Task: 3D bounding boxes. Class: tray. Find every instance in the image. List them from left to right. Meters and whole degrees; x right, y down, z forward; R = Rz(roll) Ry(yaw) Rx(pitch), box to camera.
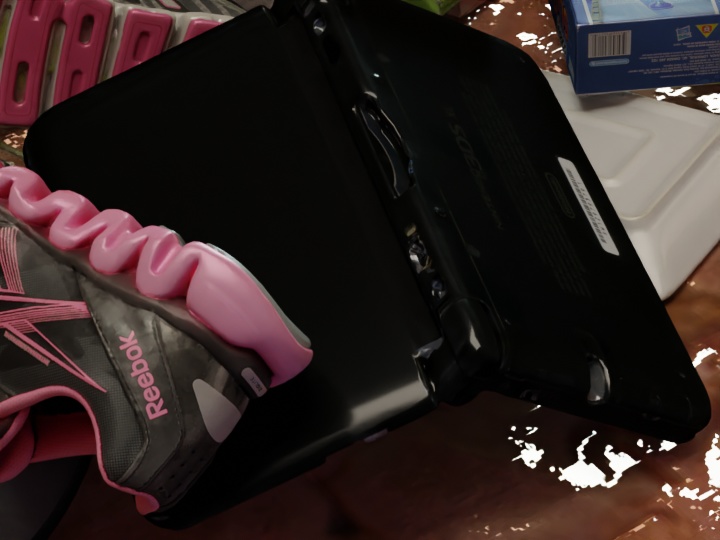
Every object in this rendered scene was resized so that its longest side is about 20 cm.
[{"bbox_3d":[0.059,-0.050,1.087,0.200,0.022,0.107,18,48,32],"label":"tray"}]

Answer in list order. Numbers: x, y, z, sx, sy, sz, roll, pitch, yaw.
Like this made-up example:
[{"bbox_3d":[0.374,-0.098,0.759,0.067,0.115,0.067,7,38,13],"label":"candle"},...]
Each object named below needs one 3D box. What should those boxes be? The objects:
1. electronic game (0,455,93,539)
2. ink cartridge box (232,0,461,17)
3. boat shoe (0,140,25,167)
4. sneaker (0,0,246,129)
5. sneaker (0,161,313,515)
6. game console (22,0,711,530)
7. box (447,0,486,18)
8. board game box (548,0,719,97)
[{"bbox_3d":[-0.186,0.047,0.979,0.200,0.042,0.200,-6,60,10],"label":"electronic game"},{"bbox_3d":[-0.036,-0.186,1.102,0.076,0.200,0.148,-39,14,-31],"label":"ink cartridge box"},{"bbox_3d":[-0.161,-0.022,1.077,0.200,0.072,0.068,27,52,25],"label":"boat shoe"},{"bbox_3d":[-0.114,-0.092,1.095,0.200,0.074,0.087,15,9,-11],"label":"sneaker"},{"bbox_3d":[-0.115,0.018,0.908,0.200,0.079,0.095,22,77,35],"label":"sneaker"},{"bbox_3d":[0.000,0.000,0.982,0.176,0.116,0.200,17,37,-38],"label":"game console"},{"bbox_3d":[0.000,-0.203,1.230,0.095,0.103,0.200,-37,43,-28],"label":"box"},{"bbox_3d":[0.174,-0.129,1.123,0.200,0.034,0.135,-5,37,-3],"label":"board game box"}]
